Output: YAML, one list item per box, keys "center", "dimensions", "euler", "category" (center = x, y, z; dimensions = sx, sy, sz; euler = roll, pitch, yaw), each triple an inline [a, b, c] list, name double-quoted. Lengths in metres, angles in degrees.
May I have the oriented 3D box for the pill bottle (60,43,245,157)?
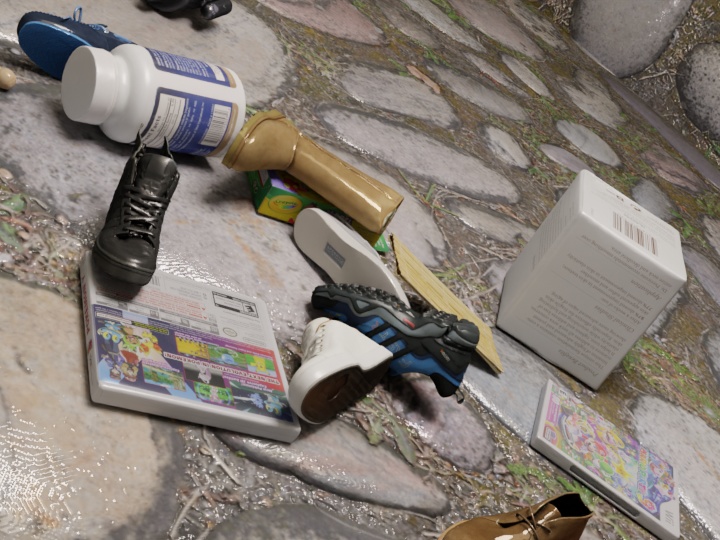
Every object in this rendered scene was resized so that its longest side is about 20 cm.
- center: [-0.241, -0.200, 1.198]
  dimensions: [0.198, 0.112, 0.111]
  euler: [5, 39, -45]
  category: "pill bottle"

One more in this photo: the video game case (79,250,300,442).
- center: [-0.161, 0.070, 0.955]
  dimensions: [0.198, 0.023, 0.183]
  euler: [19, 31, -31]
  category: "video game case"

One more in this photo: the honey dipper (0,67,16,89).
- center: [-0.459, -0.275, 1.156]
  dimensions: [0.199, 0.038, 0.038]
  euler: [41, 28, 9]
  category: "honey dipper"

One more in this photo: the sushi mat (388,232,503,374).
- center: [0.103, 0.040, 1.245]
  dimensions: [0.200, 0.012, 0.096]
  euler: [43, 21, -25]
  category: "sushi mat"

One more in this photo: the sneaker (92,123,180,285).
- center: [-0.213, -0.068, 0.995]
  dimensions: [0.059, 0.105, 0.200]
  euler: [21, 15, -19]
  category: "sneaker"

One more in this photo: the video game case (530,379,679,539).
- center: [0.295, 0.224, 1.225]
  dimensions: [0.199, 0.018, 0.143]
  euler: [36, 27, 0]
  category: "video game case"

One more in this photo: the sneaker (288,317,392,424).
- center: [-0.039, 0.093, 1.004]
  dimensions: [0.084, 0.073, 0.200]
  euler: [37, 12, 14]
  category: "sneaker"

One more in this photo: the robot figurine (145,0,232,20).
- center: [-0.273, -0.463, 1.575]
  dimensions: [0.123, 0.153, 0.200]
  euler: [3, 19, 21]
  category: "robot figurine"

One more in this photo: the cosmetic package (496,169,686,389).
- center: [0.308, 0.010, 1.381]
  dimensions: [0.166, 0.201, 0.167]
  euler: [32, 27, -4]
  category: "cosmetic package"

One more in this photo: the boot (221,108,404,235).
- center: [-0.050, -0.112, 1.218]
  dimensions: [0.199, 0.067, 0.175]
  euler: [35, 27, 2]
  category: "boot"

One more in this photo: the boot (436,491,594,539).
- center: [0.147, 0.245, 0.963]
  dimensions: [0.198, 0.076, 0.074]
  euler: [2, 43, -46]
  category: "boot"

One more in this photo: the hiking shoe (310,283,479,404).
- center: [0.027, 0.072, 1.106]
  dimensions: [0.197, 0.088, 0.074]
  euler: [19, 9, 23]
  category: "hiking shoe"

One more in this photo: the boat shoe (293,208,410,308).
- center: [0.000, 0.000, 1.208]
  dimensions: [0.200, 0.073, 0.068]
  euler: [41, 26, 31]
  category: "boat shoe"

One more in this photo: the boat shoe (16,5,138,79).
- center: [-0.330, -0.265, 1.248]
  dimensions: [0.199, 0.084, 0.070]
  euler: [25, 44, -48]
  category: "boat shoe"

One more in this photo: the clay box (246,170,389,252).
- center: [-0.047, -0.096, 1.319]
  dimensions: [0.198, 0.048, 0.116]
  euler: [16, 33, -30]
  category: "clay box"
